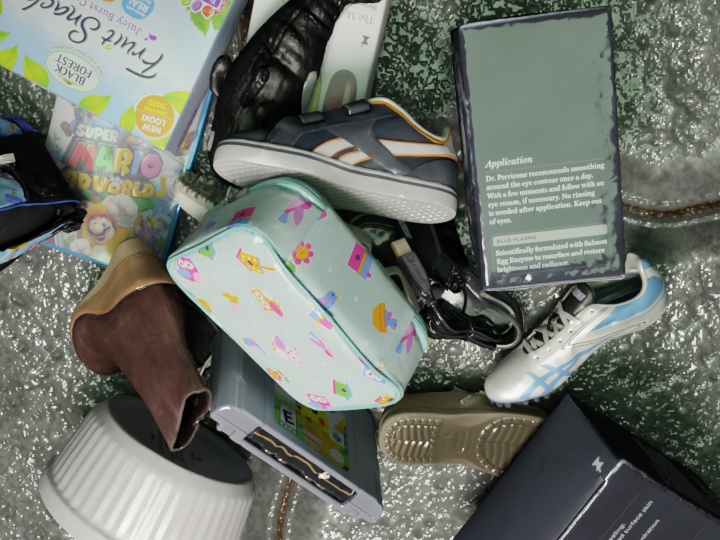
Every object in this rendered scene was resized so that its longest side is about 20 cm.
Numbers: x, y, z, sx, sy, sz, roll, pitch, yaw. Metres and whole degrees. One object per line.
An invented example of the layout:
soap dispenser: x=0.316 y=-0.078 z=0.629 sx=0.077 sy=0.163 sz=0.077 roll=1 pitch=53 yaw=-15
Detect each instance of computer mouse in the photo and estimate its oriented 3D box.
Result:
computer mouse: x=0.049 y=-0.020 z=0.803 sx=0.046 sy=0.140 sz=0.203 roll=-28 pitch=71 yaw=24

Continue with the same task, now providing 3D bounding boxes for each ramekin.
ramekin: x=-0.188 y=0.198 z=0.865 sx=0.200 sy=0.202 sz=0.095 roll=30 pitch=92 yaw=-4

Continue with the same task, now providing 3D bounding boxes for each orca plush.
orca plush: x=-0.059 y=-0.148 z=0.723 sx=0.199 sy=0.071 sz=0.106 roll=-40 pitch=97 yaw=11

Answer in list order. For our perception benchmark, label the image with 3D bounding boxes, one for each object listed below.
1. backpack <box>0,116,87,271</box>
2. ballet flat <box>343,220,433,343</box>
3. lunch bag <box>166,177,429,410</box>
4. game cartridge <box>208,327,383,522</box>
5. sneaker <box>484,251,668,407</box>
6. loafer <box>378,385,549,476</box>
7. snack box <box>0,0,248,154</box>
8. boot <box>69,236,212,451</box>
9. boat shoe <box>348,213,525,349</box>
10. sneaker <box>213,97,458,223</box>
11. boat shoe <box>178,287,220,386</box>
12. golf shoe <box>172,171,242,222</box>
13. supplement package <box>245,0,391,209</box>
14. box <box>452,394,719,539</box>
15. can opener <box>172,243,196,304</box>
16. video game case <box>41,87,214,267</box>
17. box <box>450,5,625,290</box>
backpack: x=-0.369 y=-0.047 z=0.799 sx=0.181 sy=0.200 sz=0.136 roll=-31 pitch=91 yaw=17
ballet flat: x=0.000 y=0.000 z=0.816 sx=0.062 sy=0.069 sz=0.201 roll=-29 pitch=117 yaw=22
lunch bag: x=-0.053 y=0.022 z=0.734 sx=0.201 sy=0.159 sz=0.078 roll=49 pitch=56 yaw=-19
game cartridge: x=-0.056 y=0.135 z=0.857 sx=0.040 sy=0.134 sz=0.199 roll=-41 pitch=119 yaw=18
sneaker: x=0.195 y=0.054 z=0.868 sx=0.198 sy=0.072 sz=0.073 roll=-35 pitch=114 yaw=3
loafer: x=0.109 y=0.150 z=0.901 sx=0.196 sy=0.069 sz=0.077 roll=10 pitch=115 yaw=-17
snack box: x=-0.219 y=-0.224 z=0.815 sx=0.197 sy=0.068 sz=0.171 roll=28 pitch=94 yaw=-1
boot: x=-0.200 y=0.090 z=0.829 sx=0.168 sy=0.071 sz=0.201 roll=62 pitch=143 yaw=24
boat shoe: x=0.072 y=0.010 z=0.870 sx=0.198 sy=0.063 sz=0.073 roll=32 pitch=101 yaw=-5
sneaker: x=-0.016 y=-0.093 z=0.726 sx=0.196 sy=0.078 sz=0.081 roll=10 pitch=76 yaw=-19
boat shoe: x=-0.130 y=0.092 z=0.895 sx=0.072 sy=0.071 sz=0.201 roll=-40 pitch=98 yaw=11
golf shoe: x=-0.103 y=-0.010 z=0.870 sx=0.198 sy=0.078 sz=0.098 roll=34 pitch=109 yaw=-5
supplement package: x=-0.043 y=-0.171 z=0.810 sx=0.111 sy=0.110 sz=0.204 roll=12 pitch=103 yaw=0
box: x=0.223 y=0.259 z=0.861 sx=0.198 sy=0.118 sz=0.198 roll=31 pitch=103 yaw=-23
can opener: x=-0.090 y=0.040 z=0.832 sx=0.067 sy=0.052 sz=0.200 roll=-47 pitch=111 yaw=-10
video game case: x=-0.231 y=-0.104 z=0.882 sx=0.140 sy=0.018 sz=0.204 roll=18 pitch=103 yaw=-1
box: x=0.142 y=-0.108 z=0.772 sx=0.115 sy=0.197 sz=0.205 roll=-6 pitch=103 yaw=5
